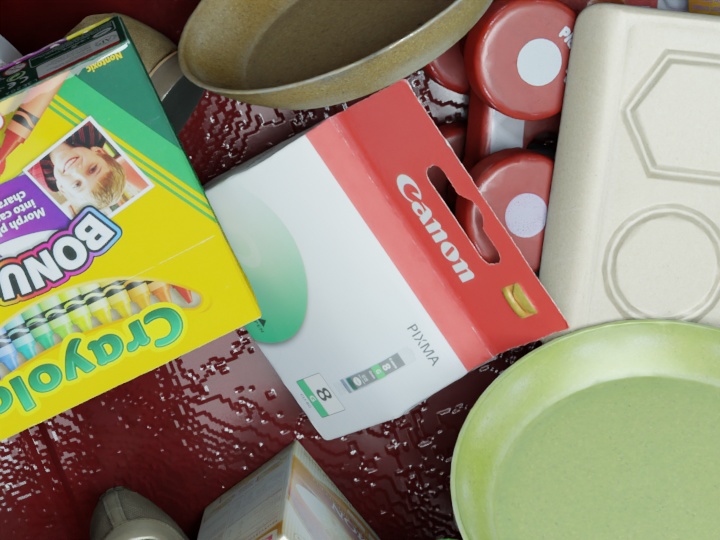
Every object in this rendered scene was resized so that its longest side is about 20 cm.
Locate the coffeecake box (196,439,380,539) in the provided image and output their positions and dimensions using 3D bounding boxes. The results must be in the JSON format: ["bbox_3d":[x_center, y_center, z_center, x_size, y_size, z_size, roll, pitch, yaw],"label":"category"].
[{"bbox_3d":[-0.018,0.193,1.482,0.073,0.200,0.154,-38,98,7],"label":"coffeecake box"}]

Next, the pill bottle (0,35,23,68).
[{"bbox_3d":[-0.267,-0.051,1.488,0.104,0.104,0.200,36,100,-6],"label":"pill bottle"}]

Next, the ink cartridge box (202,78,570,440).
[{"bbox_3d":[0.000,0.000,1.459,0.050,0.200,0.161,-40,99,-32],"label":"ink cartridge box"}]

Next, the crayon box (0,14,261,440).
[{"bbox_3d":[-0.178,-0.013,1.433,0.200,0.058,0.173,-25,114,-1],"label":"crayon box"}]

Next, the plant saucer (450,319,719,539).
[{"bbox_3d":[0.145,0.110,1.359,0.200,0.200,0.031,-7,139,2],"label":"plant saucer"}]

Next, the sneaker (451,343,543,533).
[{"bbox_3d":[0.116,0.088,1.502,0.077,0.073,0.200,48,122,26],"label":"sneaker"}]

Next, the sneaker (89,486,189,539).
[{"bbox_3d":[-0.094,0.204,1.558,0.070,0.076,0.200,-24,121,-2],"label":"sneaker"}]

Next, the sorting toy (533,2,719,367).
[{"bbox_3d":[0.199,-0.039,1.422,0.200,0.036,0.185,7,101,-1],"label":"sorting toy"}]

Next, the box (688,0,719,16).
[{"bbox_3d":[0.234,-0.191,1.464,0.119,0.041,0.200,-8,100,-27],"label":"box"}]

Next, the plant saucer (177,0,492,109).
[{"bbox_3d":[0.000,-0.141,1.431,0.200,0.200,0.035,-26,120,5],"label":"plant saucer"}]

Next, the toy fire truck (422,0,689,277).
[{"bbox_3d":[0.120,-0.079,1.485,0.168,0.112,0.200,-1,102,-18],"label":"toy fire truck"}]

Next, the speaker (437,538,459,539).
[{"bbox_3d":[0.096,0.213,1.412,0.088,0.088,0.200,-46,128,8],"label":"speaker"}]

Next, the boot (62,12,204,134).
[{"bbox_3d":[-0.169,-0.052,1.515,0.075,0.074,0.200,36,95,13],"label":"boot"}]
